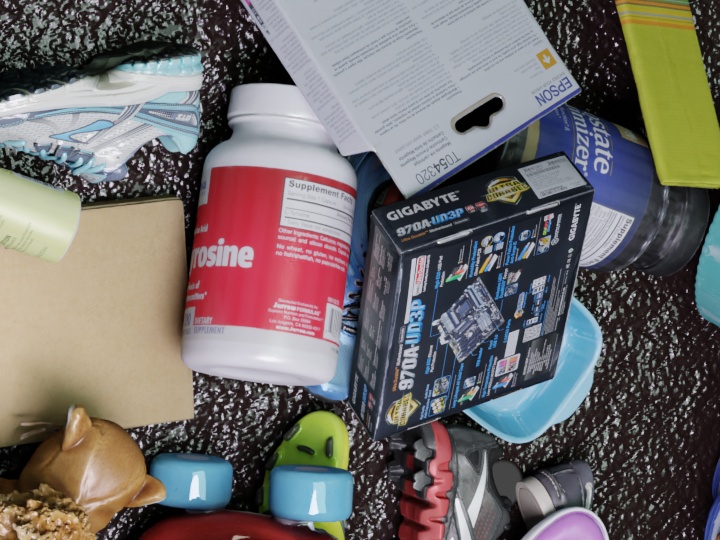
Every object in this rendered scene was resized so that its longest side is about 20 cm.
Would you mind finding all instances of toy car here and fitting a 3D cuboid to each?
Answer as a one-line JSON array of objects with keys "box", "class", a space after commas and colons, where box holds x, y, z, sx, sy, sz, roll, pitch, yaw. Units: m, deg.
[{"box": [-0.094, 0.230, 1.581, 0.175, 0.200, 0.186, 5, 91, 9], "class": "toy car"}]

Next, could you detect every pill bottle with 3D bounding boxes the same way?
[{"box": [-0.062, -0.025, 1.621, 0.112, 0.112, 0.202, 11, 80, -27], "class": "pill bottle"}, {"box": [0.161, -0.064, 1.736, 0.199, 0.112, 0.113, 18, 90, -28], "class": "pill bottle"}]

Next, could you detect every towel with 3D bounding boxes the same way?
[{"box": [0.230, -0.159, 1.750, 0.086, 0.018, 0.202, 0, 73, -43], "class": "towel"}]

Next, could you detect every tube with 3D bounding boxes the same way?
[{"box": [-0.286, -0.057, 1.529, 0.199, 0.052, 0.058, 20, 108, -23], "class": "tube"}]

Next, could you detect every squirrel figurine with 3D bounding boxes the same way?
[{"box": [-0.218, 0.185, 1.535, 0.186, 0.200, 0.142, -40, 107, -1], "class": "squirrel figurine"}]

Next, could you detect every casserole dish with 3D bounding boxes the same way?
[{"box": [0.100, 0.048, 1.750, 0.200, 0.039, 0.121, 38, 89, -33], "class": "casserole dish"}]

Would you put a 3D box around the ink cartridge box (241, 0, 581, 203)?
[{"box": [0.035, -0.166, 1.633, 0.196, 0.043, 0.201, -32, 91, -36], "class": "ink cartridge box"}]

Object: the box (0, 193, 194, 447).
[{"box": [-0.215, 0.038, 1.614, 0.199, 0.021, 0.165, -7, 101, -26], "class": "box"}]

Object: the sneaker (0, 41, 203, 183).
[{"box": [-0.195, -0.097, 1.573, 0.199, 0.078, 0.087, -14, 108, -24], "class": "sneaker"}]

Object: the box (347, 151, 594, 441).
[{"box": [0.077, 0.021, 1.633, 0.158, 0.046, 0.201, -18, 140, -22], "class": "box"}]

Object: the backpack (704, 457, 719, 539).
[{"box": [0.368, 0.195, 1.856, 0.199, 0.154, 0.192, 24, 95, -24], "class": "backpack"}]

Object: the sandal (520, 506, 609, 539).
[{"box": [0.128, 0.272, 1.742, 0.082, 0.050, 0.203, 42, 79, -18], "class": "sandal"}]

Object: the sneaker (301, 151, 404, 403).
[{"box": [0.000, 0.000, 1.677, 0.078, 0.090, 0.202, 14, 93, -27], "class": "sneaker"}]

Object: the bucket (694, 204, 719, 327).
[{"box": [0.364, -0.012, 1.791, 0.207, 0.134, 0.208, -40, 146, -35], "class": "bucket"}]

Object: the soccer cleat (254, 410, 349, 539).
[{"box": [-0.037, 0.204, 1.720, 0.084, 0.064, 0.202, 6, 91, -57], "class": "soccer cleat"}]

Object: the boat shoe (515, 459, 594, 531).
[{"box": [0.188, 0.244, 1.822, 0.062, 0.073, 0.201, -27, 105, -17], "class": "boat shoe"}]

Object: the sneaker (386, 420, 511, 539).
[{"box": [0.069, 0.210, 1.757, 0.097, 0.071, 0.202, 0, 98, -26], "class": "sneaker"}]
